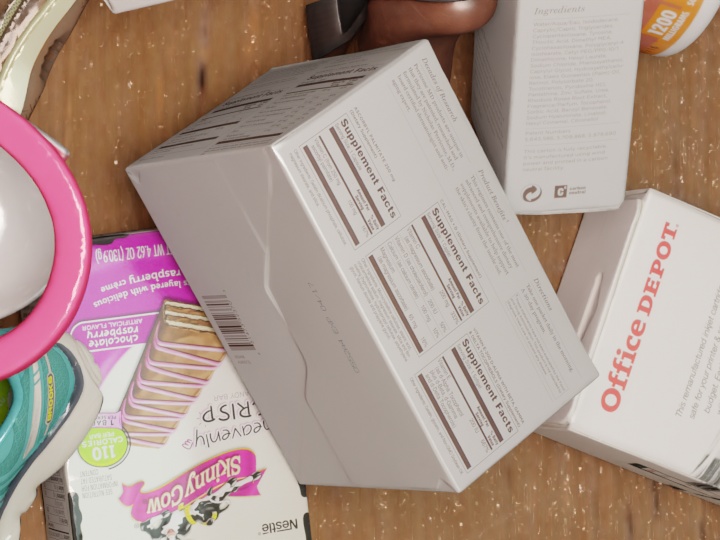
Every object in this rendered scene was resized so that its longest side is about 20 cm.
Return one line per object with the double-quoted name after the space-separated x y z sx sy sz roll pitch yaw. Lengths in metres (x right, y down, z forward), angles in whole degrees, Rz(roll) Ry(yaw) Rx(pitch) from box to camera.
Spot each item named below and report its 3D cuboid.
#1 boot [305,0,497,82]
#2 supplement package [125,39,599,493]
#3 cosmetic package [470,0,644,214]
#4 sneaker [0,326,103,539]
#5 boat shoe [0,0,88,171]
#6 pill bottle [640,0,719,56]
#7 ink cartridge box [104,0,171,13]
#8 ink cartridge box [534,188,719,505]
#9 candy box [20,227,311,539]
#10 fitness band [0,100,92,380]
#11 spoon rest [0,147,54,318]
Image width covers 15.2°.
0.037 -0.057 1.449 0.068 0.188 0.201 -15 93 -31 "boot"
0.000 0.000 1.391 0.111 0.156 0.201 -36 107 -28 "supplement package"
0.104 -0.139 1.424 0.074 0.102 0.201 -4 128 -9 "cosmetic package"
-0.214 0.110 1.386 0.201 0.077 0.080 -59 151 9 "sneaker"
-0.183 -0.150 1.428 0.075 0.075 0.203 27 81 -12 "boat shoe"
0.101 -0.196 1.513 0.199 0.112 0.113 13 85 -20 "pill bottle"
-0.051 -0.229 1.392 0.083 0.146 0.200 60 41 -27 "ink cartridge box"
0.208 0.055 1.566 0.199 0.084 0.147 23 81 -18 "ink cartridge box"
-0.105 0.077 1.461 0.136 0.061 0.201 -8 93 -21 "candy box"
-0.224 -0.029 1.323 0.200 0.037 0.144 33 88 1 "fitness band"
-0.231 0.010 1.375 0.200 0.061 0.099 -44 94 -8 "spoon rest"
